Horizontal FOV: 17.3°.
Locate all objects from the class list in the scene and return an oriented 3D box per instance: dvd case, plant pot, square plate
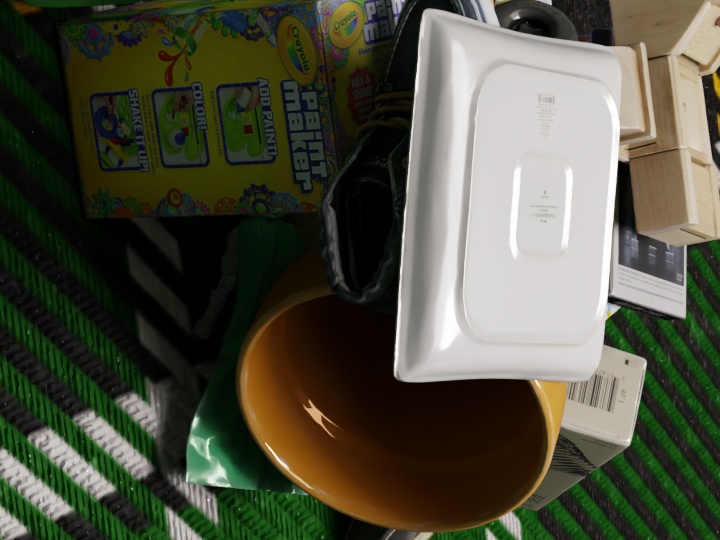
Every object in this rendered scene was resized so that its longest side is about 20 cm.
[{"bbox_3d":[0.212,-0.070,1.801,0.150,0.025,0.202,15,75,-60],"label":"dvd case"},{"bbox_3d":[0.042,0.029,1.488,0.201,0.199,0.184,65,31,-32],"label":"plant pot"},{"bbox_3d":[0.091,-0.036,1.327,0.199,0.028,0.200,3,92,-53],"label":"square plate"}]

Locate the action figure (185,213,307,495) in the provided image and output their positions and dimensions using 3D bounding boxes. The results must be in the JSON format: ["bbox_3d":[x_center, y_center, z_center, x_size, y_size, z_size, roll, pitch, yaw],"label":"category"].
[{"bbox_3d":[-0.069,0.040,1.524,0.118,0.054,0.202,14,81,-54],"label":"action figure"}]

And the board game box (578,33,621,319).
[{"bbox_3d":[0.141,-0.069,1.809,0.103,0.104,0.202,-33,116,-53],"label":"board game box"}]

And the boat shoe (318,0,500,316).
[{"bbox_3d":[0.029,-0.074,1.310,0.091,0.070,0.202,13,80,-61],"label":"boat shoe"}]

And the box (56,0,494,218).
[{"bbox_3d":[-0.044,-0.112,1.443,0.200,0.191,0.123,-21,107,-55],"label":"box"}]

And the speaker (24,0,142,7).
[{"bbox_3d":[-0.163,-0.255,1.362,0.088,0.088,0.202,-7,95,-57],"label":"speaker"}]

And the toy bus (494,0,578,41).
[{"bbox_3d":[0.059,-0.085,1.611,0.136,0.190,0.201,100,-19,-48],"label":"toy bus"}]

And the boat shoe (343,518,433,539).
[{"bbox_3d":[0.042,0.119,1.623,0.066,0.072,0.201,26,110,-33],"label":"boat shoe"}]

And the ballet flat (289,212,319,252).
[{"bbox_3d":[0.000,0.000,1.629,0.200,0.070,0.071,27,67,-54],"label":"ballet flat"}]

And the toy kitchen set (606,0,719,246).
[{"bbox_3d":[0.259,-0.139,1.676,0.163,0.179,0.202,13,69,-60],"label":"toy kitchen set"}]

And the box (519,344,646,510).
[{"bbox_3d":[0.131,0.110,1.704,0.200,0.082,0.069,125,-20,-66],"label":"box"}]

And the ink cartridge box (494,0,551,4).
[{"bbox_3d":[0.104,-0.270,1.770,0.094,0.044,0.202,-140,-138,-78],"label":"ink cartridge box"}]
